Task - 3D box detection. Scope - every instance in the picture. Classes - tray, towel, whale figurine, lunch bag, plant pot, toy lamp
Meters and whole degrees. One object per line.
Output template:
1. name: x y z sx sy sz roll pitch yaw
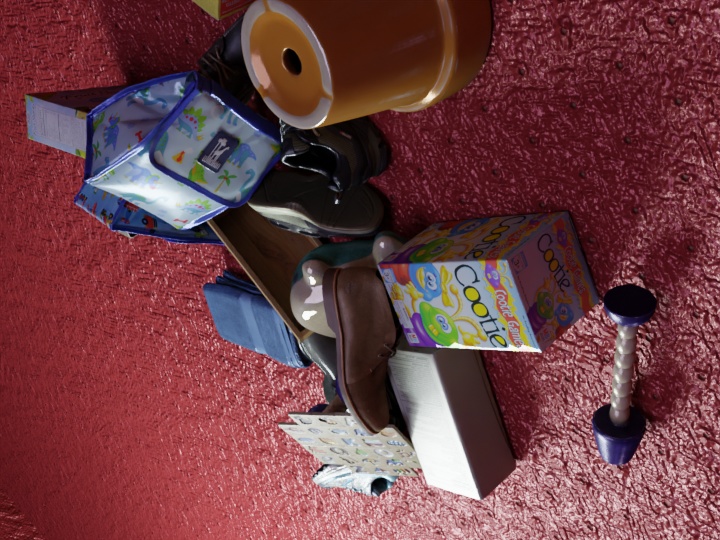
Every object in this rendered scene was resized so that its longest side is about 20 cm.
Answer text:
1. tray: -0.101 -0.018 1.407 0.201 0.098 0.037 51 172 9
2. towel: -0.143 0.071 1.583 0.198 0.048 0.113 15 128 44
3. whale figurine: 0.000 0.000 1.296 0.200 0.157 0.105 -41 40 44
4. lunch bag: -0.270 -0.092 1.514 0.150 0.198 0.095 27 98 53
5. plant pot: -0.007 -0.228 1.042 0.199 0.182 0.202 32 139 32
6. toy lamp: -0.019 0.164 1.382 0.058 0.058 0.200 50 152 9
7. toy lamp: 0.262 0.112 1.095 0.058 0.058 0.202 26 136 37
8. lunch bag: -0.208 -0.150 1.322 0.198 0.169 0.129 -25 57 29

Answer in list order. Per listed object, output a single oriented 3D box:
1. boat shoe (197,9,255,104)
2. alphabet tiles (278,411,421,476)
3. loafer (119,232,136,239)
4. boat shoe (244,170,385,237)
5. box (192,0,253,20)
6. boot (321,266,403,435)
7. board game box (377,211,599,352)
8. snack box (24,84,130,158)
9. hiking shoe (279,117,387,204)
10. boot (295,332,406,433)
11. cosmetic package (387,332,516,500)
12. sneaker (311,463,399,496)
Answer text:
1. boat shoe: -0.154 -0.241 1.317 0.075 0.073 0.200 52 146 6
2. alphabet tiles: -0.006 0.224 1.405 0.164 0.006 0.200 -2 149 28
3. loafer: -0.337 -0.104 1.675 0.070 0.075 0.200 47 152 -7
4. boat shoe: -0.049 -0.075 1.333 0.198 0.073 0.066 13 157 31
5. box: -0.139 -0.377 1.186 0.050 0.075 0.202 40 142 22
6. boot: 0.014 0.092 1.224 0.074 0.074 0.203 -6 109 19
7. board game box: 0.129 0.013 1.139 0.199 0.103 0.106 -3 116 53
8. snack box: -0.333 -0.203 1.482 0.198 0.167 0.069 18 114 42
9. hiking shoe: -0.062 -0.169 1.227 0.200 0.100 0.076 45 143 9
10. boot: -0.003 0.122 1.444 0.129 0.068 0.202 9 132 42
11. cosmetic package: 0.106 0.166 1.322 0.103 0.073 0.203 6 122 50
12. sneaker: -0.002 0.291 1.561 0.087 0.077 0.200 50 146 3
